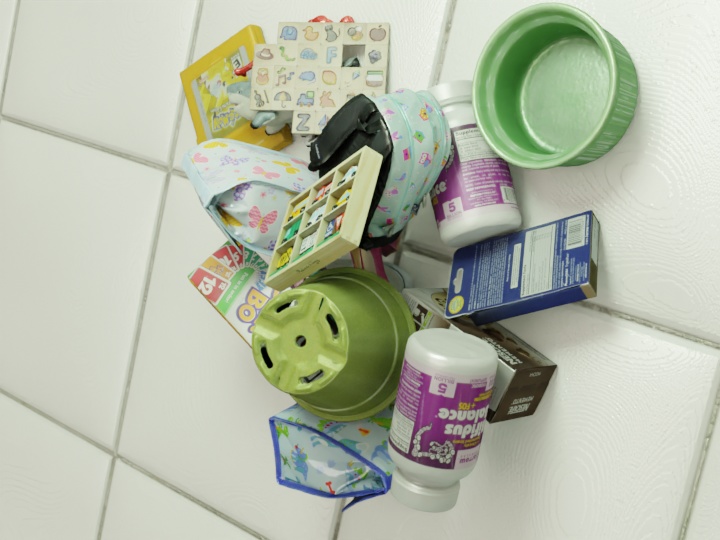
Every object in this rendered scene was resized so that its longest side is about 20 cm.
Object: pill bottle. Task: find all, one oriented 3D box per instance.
[{"bbox_3d":[0.094,0.182,1.396,0.112,0.112,0.202,22,110,36],"label":"pill bottle"},{"bbox_3d":[0.136,-0.141,1.517,0.112,0.112,0.202,-21,76,35],"label":"pill bottle"}]

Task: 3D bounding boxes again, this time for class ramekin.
[{"bbox_3d":[0.246,-0.223,1.442,0.198,0.097,0.203,-1,89,37],"label":"ramekin"}]

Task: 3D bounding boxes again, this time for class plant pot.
[{"bbox_3d":[-0.045,0.088,1.425,0.198,0.190,0.203,-1,84,15],"label":"plant pot"}]

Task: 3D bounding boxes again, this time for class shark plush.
[{"bbox_3d":[-0.099,-0.269,1.695,0.198,0.091,0.084,-22,85,23],"label":"shark plush"}]

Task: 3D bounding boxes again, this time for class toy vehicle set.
[{"bbox_3d":[-0.048,-0.059,1.417,0.200,0.026,0.125,-30,40,54],"label":"toy vehicle set"}]

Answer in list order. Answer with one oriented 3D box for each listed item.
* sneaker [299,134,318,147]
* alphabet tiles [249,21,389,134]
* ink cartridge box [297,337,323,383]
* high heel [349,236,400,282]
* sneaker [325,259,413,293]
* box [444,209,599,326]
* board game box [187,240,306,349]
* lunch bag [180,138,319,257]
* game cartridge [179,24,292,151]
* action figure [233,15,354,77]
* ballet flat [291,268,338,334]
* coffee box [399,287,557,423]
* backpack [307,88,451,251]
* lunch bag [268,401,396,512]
[{"bbox_3d":[-0.016,-0.162,1.665,0.081,0.075,0.201,-40,66,20],"label":"sneaker"},{"bbox_3d":[-0.060,-0.276,1.665,0.198,0.008,0.169,2,80,10],"label":"alphabet tiles"},{"bbox_3d":[-0.100,0.102,1.683,0.068,0.200,0.116,-37,62,-8],"label":"ink cartridge box"},{"bbox_3d":[0.000,0.000,1.561,0.067,0.095,0.202,-28,41,49],"label":"high heel"},{"bbox_3d":[-0.019,0.019,1.659,0.198,0.070,0.074,5,92,36],"label":"sneaker"},{"bbox_3d":[0.204,0.001,1.461,0.198,0.032,0.122,-15,44,29],"label":"box"},{"bbox_3d":[-0.144,0.043,1.594,0.095,0.030,0.200,-41,65,-10],"label":"board game box"},{"bbox_3d":[-0.144,-0.096,1.595,0.128,0.198,0.170,-65,31,15],"label":"lunch bag"},{"bbox_3d":[-0.200,-0.259,1.831,0.175,0.032,0.202,-26,73,34],"label":"game cartridge"},{"bbox_3d":[-0.093,-0.326,1.730,0.199,0.052,0.066,-27,80,24],"label":"action figure"},{"bbox_3d":[-0.029,0.073,1.635,0.069,0.200,0.071,-48,22,-21],"label":"ballet flat"},{"bbox_3d":[0.140,0.106,1.508,0.199,0.112,0.080,37,111,33],"label":"coffee box"},{"bbox_3d":[0.027,-0.143,1.472,0.168,0.126,0.201,58,147,22],"label":"backpack"},{"bbox_3d":[0.005,0.234,1.564,0.198,0.170,0.129,6,112,37],"label":"lunch bag"}]
